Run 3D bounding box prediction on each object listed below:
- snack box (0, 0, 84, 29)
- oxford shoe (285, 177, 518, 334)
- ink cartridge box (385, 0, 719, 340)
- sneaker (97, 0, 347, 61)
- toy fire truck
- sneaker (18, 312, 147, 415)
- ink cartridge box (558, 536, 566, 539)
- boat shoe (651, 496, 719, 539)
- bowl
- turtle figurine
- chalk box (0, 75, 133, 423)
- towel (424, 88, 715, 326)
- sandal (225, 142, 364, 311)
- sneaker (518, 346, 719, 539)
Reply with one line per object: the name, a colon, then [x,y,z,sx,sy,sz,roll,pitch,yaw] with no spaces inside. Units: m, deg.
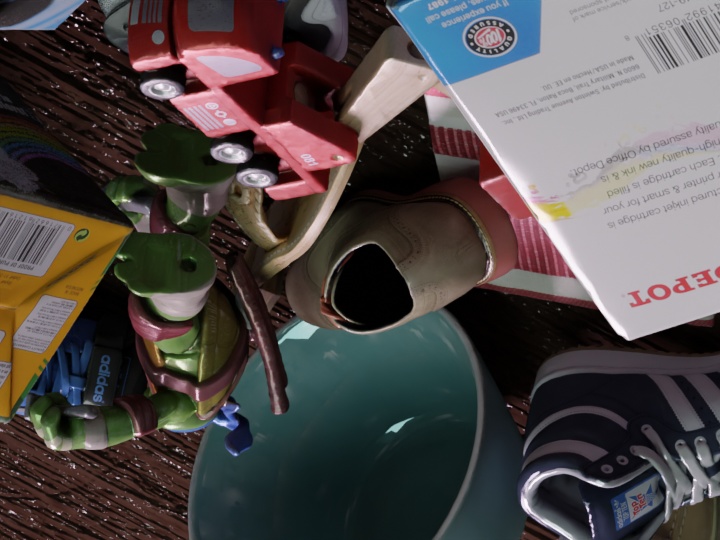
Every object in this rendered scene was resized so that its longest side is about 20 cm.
snack box: [-0.156,-0.172,1.330,0.116,0.037,0.200,-3,161,-35]
oxford shoe: [0.000,0.000,1.432,0.071,0.075,0.200,61,151,-2]
ink cartridge box: [0.136,-0.101,1.181,0.147,0.145,0.200,-18,124,29]
sneaker: [-0.071,-0.150,1.276,0.114,0.076,0.200,-6,155,6]
toy fire truck: [-0.002,-0.081,1.278,0.141,0.049,0.200,-10,150,24]
sneaker: [-0.178,0.053,1.577,0.111,0.077,0.200,12,177,11]
ink cartridge box: [0.192,0.192,1.525,0.200,0.115,0.068,-9,133,39]
boat shoe: [0.138,0.166,1.464,0.072,0.200,0.065,5,166,42]
bowl: [0.014,0.120,1.516,0.201,0.201,0.105,-9,148,39]
turtle figurine: [-0.132,0.012,1.426,0.200,0.144,0.194,41,149,14]
chalk box: [-0.230,-0.040,1.345,0.125,0.124,0.200,16,-157,-49]
towel: [0.105,-0.053,1.376,0.144,0.023,0.200,11,141,19]
sandal: [-0.053,-0.043,1.437,0.070,0.078,0.212,21,148,-7]
sneaker: [0.174,0.091,1.400,0.200,0.109,0.070,-3,127,22]
